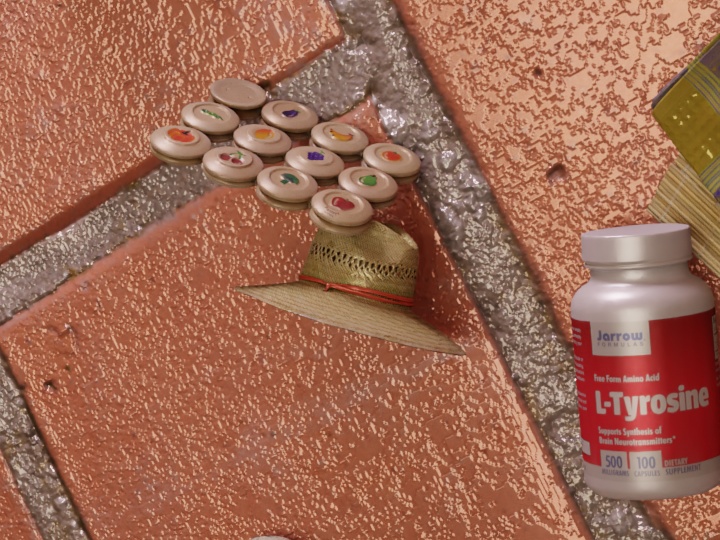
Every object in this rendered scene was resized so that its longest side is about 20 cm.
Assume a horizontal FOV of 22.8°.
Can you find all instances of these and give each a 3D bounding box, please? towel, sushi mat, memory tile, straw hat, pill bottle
[{"bbox_3d":[0.311,-0.090,1.317,0.144,0.023,0.201,-43,73,37],"label":"towel"},{"bbox_3d":[0.311,-0.019,1.358,0.200,0.012,0.096,46,126,22],"label":"sushi mat"},{"bbox_3d":[-0.059,-0.097,1.453,0.199,0.153,0.017,23,123,16],"label":"memory tile"},{"bbox_3d":[0.000,0.000,1.430,0.199,0.201,0.086,16,92,19],"label":"straw hat"},{"bbox_3d":[0.221,0.068,1.381,0.111,0.112,0.202,-4,96,22],"label":"pill bottle"}]

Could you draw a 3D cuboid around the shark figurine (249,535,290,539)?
[{"bbox_3d":[-0.025,0.326,1.526,0.127,0.216,0.090,-4,139,-5],"label":"shark figurine"}]
